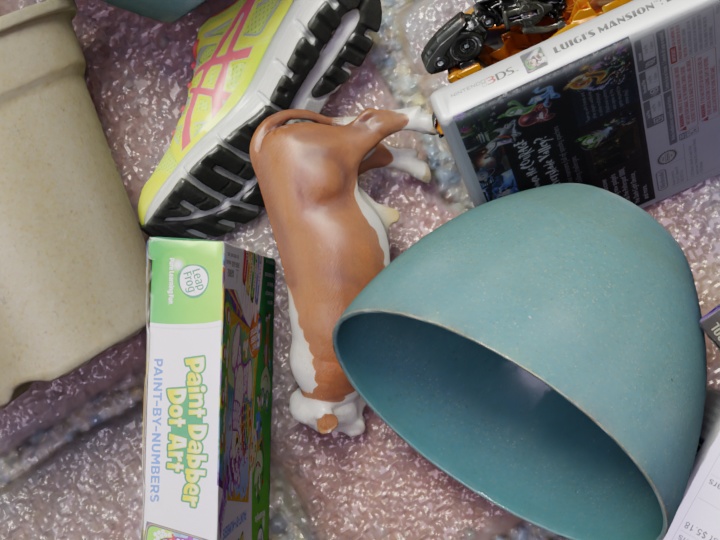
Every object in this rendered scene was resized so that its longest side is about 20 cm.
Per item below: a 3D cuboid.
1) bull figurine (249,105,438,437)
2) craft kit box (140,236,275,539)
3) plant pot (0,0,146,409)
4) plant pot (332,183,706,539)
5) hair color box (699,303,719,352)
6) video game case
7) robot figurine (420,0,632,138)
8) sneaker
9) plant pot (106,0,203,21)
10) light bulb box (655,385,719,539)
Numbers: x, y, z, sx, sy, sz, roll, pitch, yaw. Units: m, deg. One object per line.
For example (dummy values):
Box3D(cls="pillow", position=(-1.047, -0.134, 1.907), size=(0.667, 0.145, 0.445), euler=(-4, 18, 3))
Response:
Box3D(cls="bull figurine", position=(0.000, 0.000, 0.908), size=(0.120, 0.065, 0.202), euler=(-17, 104, -13))
Box3D(cls="craft kit box", position=(-0.081, 0.087, 0.857), size=(0.048, 0.200, 0.200), euler=(4, 89, 5))
Box3D(cls="plant pot", position=(-0.208, -0.027, 0.892), size=(0.199, 0.200, 0.185), euler=(-28, 96, 4))
Box3D(cls="plant pot", position=(0.104, 0.035, 0.825), size=(0.199, 0.200, 0.135), euler=(34, 68, 6))
Box3D(cls="hair color box", position=(0.273, 0.021, 0.827), size=(0.110, 0.200, 0.065), euler=(54, 134, 5))
Box3D(cls="video game case", position=(0.140, -0.080, 0.844), size=(0.180, 0.200, 0.024), euler=(-24, 65, 4))
Box3D(cls="robot figurine", position=(0.129, -0.127, 0.866), size=(0.199, 0.145, 0.059), euler=(-23, 45, 10))
Box3D(cls="sneaker", position=(-0.073, -0.106, 0.934), size=(0.200, 0.078, 0.090), euler=(-52, 57, 8))
Box3D(cls="plant pot", position=(-0.105, -0.218, 0.850), size=(0.199, 0.200, 0.135), euler=(-35, 103, 4))
Box3D(cls="light bulb box", position=(0.233, 0.200, 0.858), size=(0.197, 0.125, 0.201), euler=(29, 92, 5))
